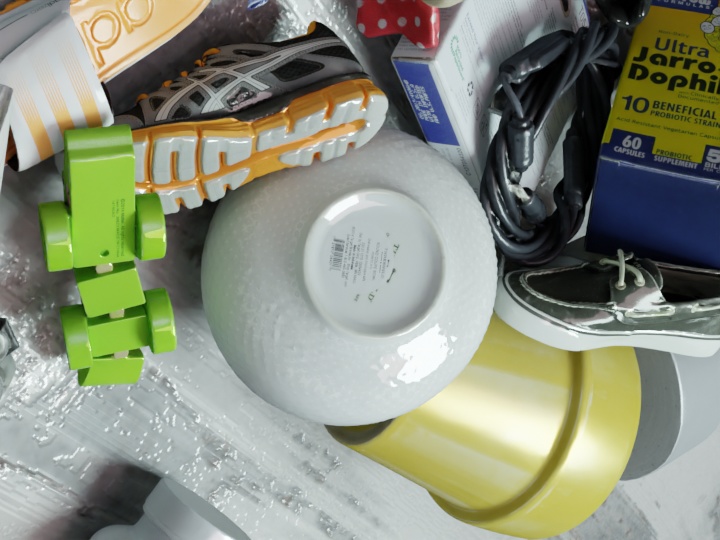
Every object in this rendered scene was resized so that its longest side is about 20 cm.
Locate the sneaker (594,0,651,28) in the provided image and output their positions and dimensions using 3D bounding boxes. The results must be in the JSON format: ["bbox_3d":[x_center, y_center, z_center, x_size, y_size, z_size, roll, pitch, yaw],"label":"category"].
[{"bbox_3d":[0.181,-0.254,0.911,0.200,0.066,0.091,64,23,-48],"label":"sneaker"}]

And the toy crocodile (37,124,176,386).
[{"bbox_3d":[-0.147,-0.003,0.740,0.067,0.062,0.201,-11,135,-15],"label":"toy crocodile"}]

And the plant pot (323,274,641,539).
[{"bbox_3d":[0.076,0.089,0.970,0.188,0.201,0.202,18,102,-33],"label":"plant pot"}]

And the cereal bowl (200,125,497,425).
[{"bbox_3d":[0.000,0.000,0.819,0.199,0.083,0.201,1,86,-15],"label":"cereal bowl"}]

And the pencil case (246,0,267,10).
[{"bbox_3d":[-0.074,-0.239,0.649,0.091,0.083,0.201,-66,165,-79],"label":"pencil case"}]

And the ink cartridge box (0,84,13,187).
[{"bbox_3d":[-0.248,0.003,0.592,0.145,0.084,0.201,11,115,-11],"label":"ink cartridge box"}]

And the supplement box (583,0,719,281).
[{"bbox_3d":[0.250,-0.110,0.992,0.110,0.108,0.201,87,20,-51],"label":"supplement box"}]

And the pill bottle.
[{"bbox_3d":[-0.163,0.247,0.874,0.200,0.112,0.112,-54,140,-5],"label":"pill bottle"}]

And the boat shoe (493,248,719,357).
[{"bbox_3d":[0.188,0.015,0.923,0.199,0.071,0.064,5,128,-24],"label":"boat shoe"}]

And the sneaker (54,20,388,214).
[{"bbox_3d":[-0.087,-0.093,0.767,0.199,0.078,0.078,-16,157,-18],"label":"sneaker"}]

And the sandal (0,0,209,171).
[{"bbox_3d":[-0.149,-0.117,0.692,0.206,0.059,0.079,-41,137,-19],"label":"sandal"}]

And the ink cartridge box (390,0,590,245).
[{"bbox_3d":[0.103,-0.155,0.925,0.201,0.043,0.197,-63,146,-28],"label":"ink cartridge box"}]

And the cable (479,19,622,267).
[{"bbox_3d":[0.149,-0.095,0.930,0.200,0.051,0.164,-39,131,-49],"label":"cable"}]

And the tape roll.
[{"bbox_3d":[0.208,0.071,1.072,0.066,0.200,0.201,-23,130,-35],"label":"tape roll"}]

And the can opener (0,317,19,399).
[{"bbox_3d":[-0.243,-0.007,0.677,0.053,0.067,0.201,-47,130,-42],"label":"can opener"}]

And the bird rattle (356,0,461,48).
[{"bbox_3d":[0.016,-0.209,0.736,0.112,0.163,0.201,-22,123,-9],"label":"bird rattle"}]
